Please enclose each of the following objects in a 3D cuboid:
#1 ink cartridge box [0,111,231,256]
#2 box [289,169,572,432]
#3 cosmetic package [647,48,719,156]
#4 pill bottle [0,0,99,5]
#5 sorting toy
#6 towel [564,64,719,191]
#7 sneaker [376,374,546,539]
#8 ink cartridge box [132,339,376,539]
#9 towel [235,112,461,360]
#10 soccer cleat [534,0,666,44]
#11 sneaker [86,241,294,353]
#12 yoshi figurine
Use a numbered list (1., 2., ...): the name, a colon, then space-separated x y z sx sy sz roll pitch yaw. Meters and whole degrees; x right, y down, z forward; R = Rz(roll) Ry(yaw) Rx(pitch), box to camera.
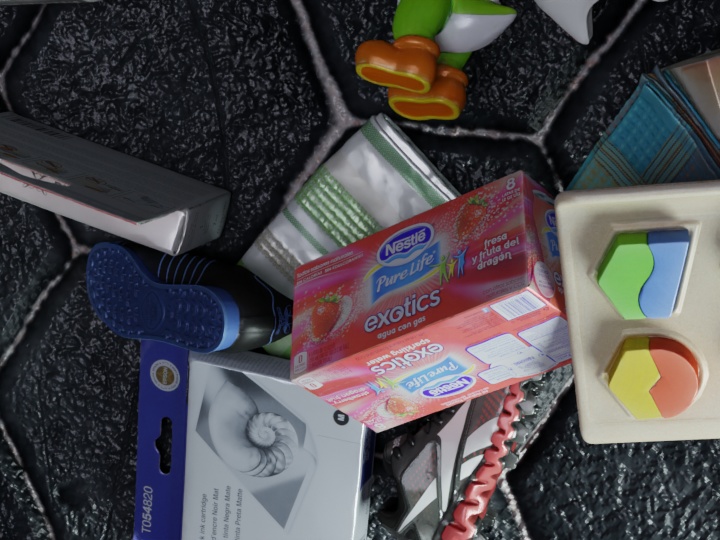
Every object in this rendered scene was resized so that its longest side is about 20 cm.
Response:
1. ink cartridge box: -0.217 -0.061 1.304 0.200 0.174 0.044 20 106 13
2. box: 0.059 0.026 1.210 0.200 0.103 0.095 -23 49 32
3. cosmetic package: 0.274 -0.053 1.175 0.103 0.087 0.201 -21 97 -19
4. pill bottle: -0.235 -0.253 1.304 0.199 0.114 0.114 1 101 17
5. sorting toy: 0.221 0.032 1.103 0.185 0.037 0.200 -4 122 12
6. towel: 0.193 -0.021 1.189 0.147 0.022 0.200 57 146 20
7. sneaker: 0.071 0.126 1.303 0.098 0.071 0.201 24 108 10
8. ink cartridge box: -0.090 0.157 1.364 0.199 0.041 0.200 11 113 16
9. towel: 0.000 0.000 1.329 0.149 0.031 0.200 47 113 6
10. soccer cleat: 0.204 -0.230 1.197 0.200 0.069 0.085 -33 99 24
11. sneaker: -0.130 0.022 1.337 0.200 0.078 0.070 21 107 48
12. yoshi figurine: 0.044 -0.212 1.223 0.112 0.112 0.201 22 76 -19
